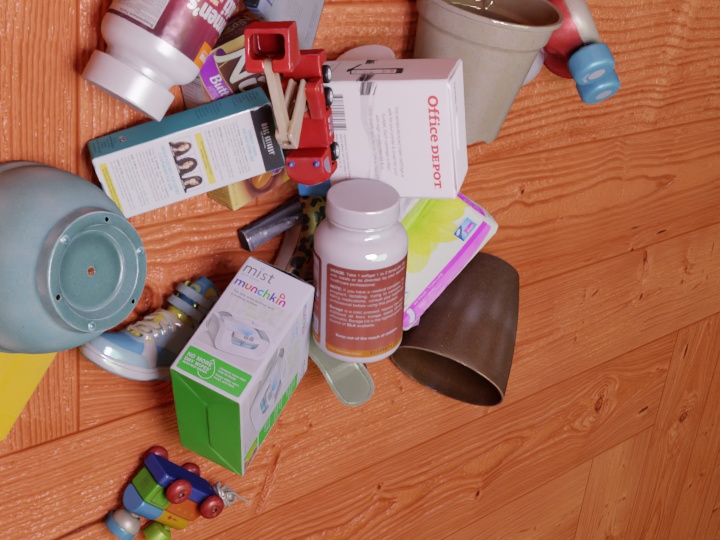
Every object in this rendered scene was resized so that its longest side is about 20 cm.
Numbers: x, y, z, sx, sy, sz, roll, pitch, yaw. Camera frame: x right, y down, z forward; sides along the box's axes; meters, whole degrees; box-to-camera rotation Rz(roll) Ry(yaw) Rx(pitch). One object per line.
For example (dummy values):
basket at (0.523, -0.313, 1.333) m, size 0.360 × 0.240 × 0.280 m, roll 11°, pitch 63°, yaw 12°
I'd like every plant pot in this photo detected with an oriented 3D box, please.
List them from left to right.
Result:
plant pot at (-0.301, -0.006, 1.015) m, size 0.200 × 0.134 × 0.201 m, roll -14°, pitch 107°, yaw -51°
plant pot at (0.145, -0.277, 1.344) m, size 0.200 × 0.200 × 0.184 m, roll -15°, pitch 133°, yaw -40°
plant pot at (0.170, 0.079, 1.574) m, size 0.187 × 0.186 × 0.201 m, roll 50°, pitch 59°, yaw -47°

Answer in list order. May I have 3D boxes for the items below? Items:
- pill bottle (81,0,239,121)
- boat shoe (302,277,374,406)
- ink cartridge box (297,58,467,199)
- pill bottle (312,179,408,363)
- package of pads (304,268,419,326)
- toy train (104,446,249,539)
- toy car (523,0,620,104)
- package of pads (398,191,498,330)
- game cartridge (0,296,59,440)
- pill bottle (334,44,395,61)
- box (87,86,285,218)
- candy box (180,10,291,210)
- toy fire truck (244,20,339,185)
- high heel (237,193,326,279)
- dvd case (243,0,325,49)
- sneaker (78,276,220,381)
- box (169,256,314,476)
pill bottle at (-0.196, -0.262, 1.037) m, size 0.109 × 0.109 × 0.201 m, roll 30°, pitch 88°, yaw -50°
boat shoe at (-0.042, 0.088, 1.330) m, size 0.071 × 0.061 × 0.202 m, roll -23°, pitch 120°, yaw -1°
ink cartridge box at (0.022, -0.167, 1.193) m, size 0.084 × 0.199 × 0.147 m, roll -61°, pitch 149°, yaw -56°
pill bottle at (0.000, 0.000, 1.193) m, size 0.112 × 0.112 × 0.201 m, roll -24°, pitch 130°, yaw -36°
package of pads at (0.006, 0.039, 1.441) m, size 0.199 × 0.076 × 0.121 m, roll -16°, pitch 119°, yaw -40°
toy train at (-0.239, 0.324, 1.344) m, size 0.116 × 0.085 × 0.200 m, roll -47°, pitch 139°, yaw -1°
toy car at (0.245, -0.317, 1.463) m, size 0.199 × 0.185 × 0.177 m, roll -24°, pitch 165°, yaw 14°
package of pads at (0.064, -0.028, 1.324) m, size 0.154 × 0.068 × 0.200 m, roll 29°, pitch 106°, yaw -44°
game cartridge at (-0.400, 0.067, 1.071) m, size 0.176 × 0.032 × 0.201 m, roll 37°, pitch 80°, yaw -49°
pill bottle at (0.026, -0.185, 1.310) m, size 0.112 × 0.112 × 0.201 m, roll -40°, pitch 134°, yaw -24°
box at (-0.188, -0.128, 1.108) m, size 0.199 × 0.049 × 0.083 m, roll -19°, pitch 127°, yaw -10°
candy box at (-0.138, -0.186, 1.181) m, size 0.116 × 0.056 × 0.201 m, roll -33°, pitch 133°, yaw -30°
toy fire truck at (-0.069, -0.175, 1.083) m, size 0.141 × 0.048 × 0.201 m, roll -62°, pitch 151°, yaw -60°
high heel at (-0.069, -0.001, 1.339) m, size 0.142 × 0.071 × 0.201 m, roll -31°, pitch 122°, yaw -23°
dvd case at (-0.072, -0.327, 1.117) m, size 0.200 × 0.017 × 0.143 m, roll 22°, pitch 83°, yaw -76°
sneaker at (-0.237, 0.061, 1.200) m, size 0.200 × 0.079 × 0.131 m, roll 15°, pitch 102°, yaw -59°
box at (-0.140, 0.116, 1.213) m, size 0.177 × 0.096 × 0.200 m, roll -57°, pitch 166°, yaw -34°
